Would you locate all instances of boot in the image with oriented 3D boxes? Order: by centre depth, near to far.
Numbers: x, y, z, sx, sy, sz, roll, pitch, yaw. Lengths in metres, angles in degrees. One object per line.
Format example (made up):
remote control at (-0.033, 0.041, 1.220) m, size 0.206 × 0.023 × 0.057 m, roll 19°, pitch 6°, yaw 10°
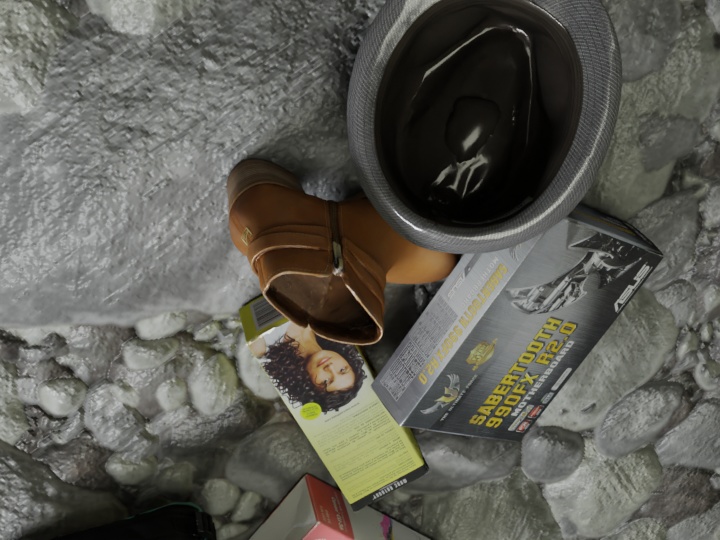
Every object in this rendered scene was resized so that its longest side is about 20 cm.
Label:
boot at (0.000, 0.000, 0.886) m, size 0.198 × 0.155 × 0.074 m, roll 14°, pitch 116°, yaw -23°

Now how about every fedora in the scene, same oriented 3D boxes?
fedora at (0.081, -0.111, 0.864) m, size 0.175 × 0.090 × 0.202 m, roll 16°, pitch 96°, yaw 2°

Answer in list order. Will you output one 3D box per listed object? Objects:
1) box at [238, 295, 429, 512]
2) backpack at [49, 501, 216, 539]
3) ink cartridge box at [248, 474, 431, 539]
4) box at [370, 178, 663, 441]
box at (-0.019, 0.098, 1.004) m, size 0.075 × 0.050 × 0.201 m, roll -29°, pitch 124°, yaw 3°
backpack at (-0.203, 0.288, 0.993) m, size 0.198 × 0.176 × 0.155 m, roll -7°, pitch 118°, yaw -6°
ink cartridge box at (0.000, 0.275, 1.103) m, size 0.199 × 0.068 × 0.117 m, roll 32°, pitch 107°, yaw -27°
box at (0.122, 0.038, 0.978) m, size 0.158 × 0.048 × 0.201 m, roll 15°, pitch 117°, yaw -47°
